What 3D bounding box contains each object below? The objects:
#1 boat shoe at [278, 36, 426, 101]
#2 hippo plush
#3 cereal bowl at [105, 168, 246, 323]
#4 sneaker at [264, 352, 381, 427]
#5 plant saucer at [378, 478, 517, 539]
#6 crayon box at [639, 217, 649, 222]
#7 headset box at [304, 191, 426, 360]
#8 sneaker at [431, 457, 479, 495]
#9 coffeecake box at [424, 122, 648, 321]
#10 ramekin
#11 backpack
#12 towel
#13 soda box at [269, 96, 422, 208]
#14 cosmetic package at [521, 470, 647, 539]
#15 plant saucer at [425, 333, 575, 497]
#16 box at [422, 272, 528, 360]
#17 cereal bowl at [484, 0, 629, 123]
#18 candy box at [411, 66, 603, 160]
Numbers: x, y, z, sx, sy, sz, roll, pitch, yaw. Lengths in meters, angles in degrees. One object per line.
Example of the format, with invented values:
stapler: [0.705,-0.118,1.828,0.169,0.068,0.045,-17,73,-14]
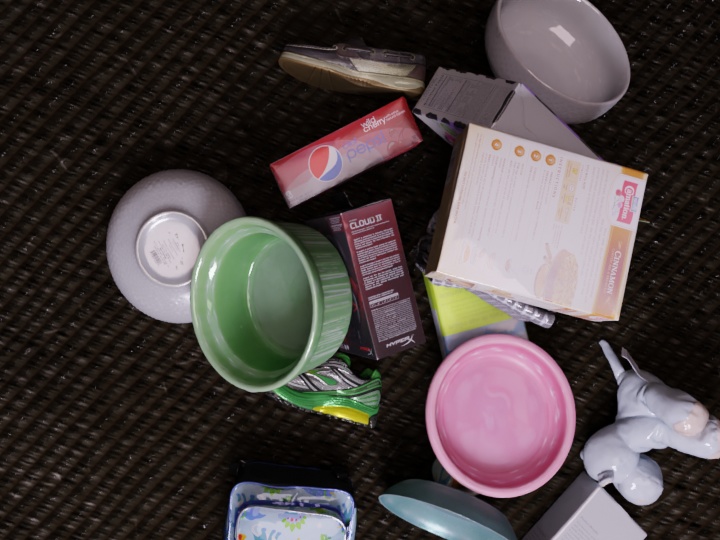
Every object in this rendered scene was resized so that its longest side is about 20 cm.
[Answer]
boat shoe: [-0.008,-0.271,1.072,0.195,0.073,0.067,12,83,-9]
hippo plush: [0.377,0.229,1.090,0.199,0.159,0.162,38,90,-7]
cereal bowl: [-0.237,-0.030,1.063,0.194,0.083,0.206,0,95,-5]
sneaker: [-0.061,0.145,1.093,0.196,0.078,0.087,18,82,-23]
plant saucer: [0.120,0.320,1.074,0.196,0.200,0.037,27,66,-5]
crayon box: [0.258,-0.067,1.072,0.194,0.126,0.053,9,103,-5]
headset box: [0.000,0.000,1.044,0.073,0.148,0.205,-16,96,-21]
sneaker: [0.192,0.249,1.118,0.198,0.081,0.077,-34,95,-2]
coffeecake box: [0.182,-0.047,0.856,0.195,0.073,0.158,15,85,-4]
ramekin: [-0.104,0.036,0.988,0.196,0.097,0.206,3,96,33]
backpack: [-0.097,0.374,1.073,0.178,0.147,0.206,5,97,-2]
towel: [0.152,-0.001,0.989,0.163,0.200,0.087,28,94,-4]
soda box: [-0.019,-0.153,1.075,0.197,0.070,0.065,-27,94,-2]
cosmetic package: [0.289,0.396,1.140,0.101,0.071,0.200,43,91,-6]
plant saucer: [0.178,0.187,1.059,0.195,0.051,0.206,1,79,-5]
box: [0.164,0.078,1.117,0.119,0.048,0.205,-14,95,-3]
cereal bowl: [0.241,-0.269,1.048,0.195,0.083,0.205,12,60,-20]
candy box: [0.177,-0.164,1.002,0.166,0.200,0.072,33,93,-28]
